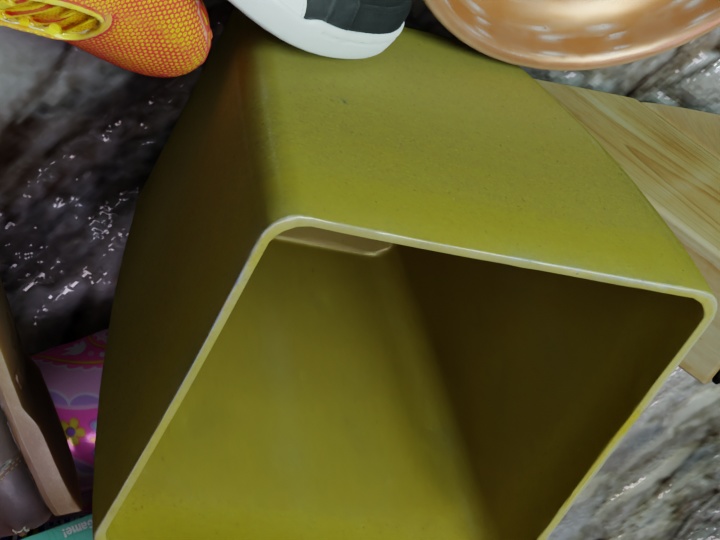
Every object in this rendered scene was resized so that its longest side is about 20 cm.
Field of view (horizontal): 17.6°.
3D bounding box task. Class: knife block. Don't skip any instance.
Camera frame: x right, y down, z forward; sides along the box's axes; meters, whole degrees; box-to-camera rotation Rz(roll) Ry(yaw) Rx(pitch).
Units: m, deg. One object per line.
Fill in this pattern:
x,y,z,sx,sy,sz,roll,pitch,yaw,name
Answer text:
0.156,0.005,1.063,0.199,0.176,0.064,8,133,-30,knife block

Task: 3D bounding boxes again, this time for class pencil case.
-0.115,0.072,1.099,0.198,0.088,0.088,-16,141,-4,pencil case

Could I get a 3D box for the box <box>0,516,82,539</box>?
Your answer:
-0.208,0.188,1.208,0.070,0.065,0.200,24,123,-41,box

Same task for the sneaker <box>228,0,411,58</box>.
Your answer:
-0.025,-0.159,0.879,0.112,0.073,0.199,-40,135,25,sneaker

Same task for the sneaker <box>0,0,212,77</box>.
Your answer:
-0.136,-0.116,0.872,0.073,0.078,0.199,-21,143,38,sneaker

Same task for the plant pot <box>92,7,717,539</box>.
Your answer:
0.000,0.000,0.986,0.198,0.177,0.201,10,132,-25,plant pot

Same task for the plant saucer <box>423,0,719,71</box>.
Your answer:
0.109,-0.168,0.956,0.198,0.038,0.201,-12,139,-11,plant saucer

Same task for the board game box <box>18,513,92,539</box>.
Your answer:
-0.109,0.168,1.122,0.151,0.045,0.200,-19,155,-17,board game box

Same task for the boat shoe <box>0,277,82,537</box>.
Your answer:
-0.180,0.030,0.996,0.070,0.070,0.201,-15,112,1,boat shoe
